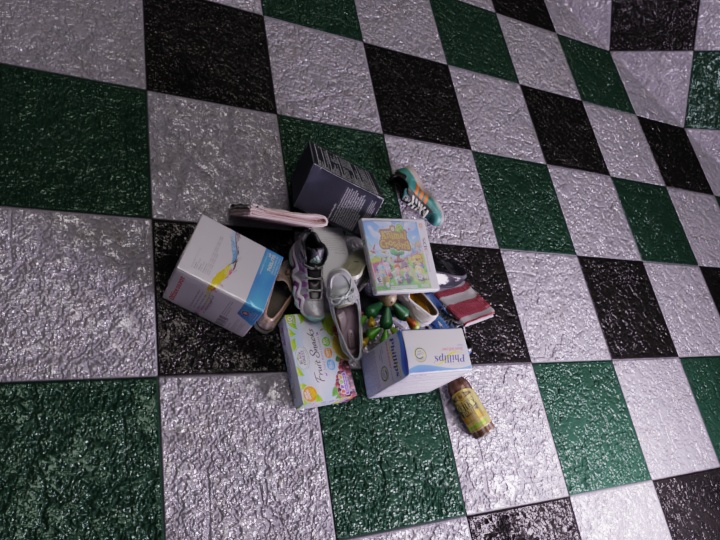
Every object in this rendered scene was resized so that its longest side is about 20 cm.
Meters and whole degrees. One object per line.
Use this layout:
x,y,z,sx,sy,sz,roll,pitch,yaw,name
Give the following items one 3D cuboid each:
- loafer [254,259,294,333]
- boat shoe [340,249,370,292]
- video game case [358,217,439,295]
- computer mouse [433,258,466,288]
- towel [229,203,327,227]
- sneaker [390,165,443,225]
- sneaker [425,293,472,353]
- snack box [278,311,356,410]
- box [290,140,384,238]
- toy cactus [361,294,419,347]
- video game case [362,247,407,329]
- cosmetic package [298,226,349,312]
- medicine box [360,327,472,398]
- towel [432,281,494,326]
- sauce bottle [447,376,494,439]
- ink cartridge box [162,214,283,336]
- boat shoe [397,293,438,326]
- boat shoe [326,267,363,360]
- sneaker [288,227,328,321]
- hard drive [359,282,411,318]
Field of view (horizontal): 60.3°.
-0.182,0.052,1.431,0.071,0.063,0.203,30,53,-12,loafer
0.000,0.000,1.497,0.070,0.069,0.200,7,26,20,boat shoe
0.095,-0.036,1.495,0.196,0.022,0.187,-2,73,-34,video game case
0.186,0.004,1.619,0.195,0.054,0.139,12,27,-23,computer mouse
-0.195,-0.128,1.444,0.186,0.199,0.033,9,91,-26,towel
0.157,-0.204,1.775,0.079,0.072,0.202,-27,76,-33,sneaker
0.230,0.137,1.619,0.078,0.089,0.202,-27,78,-38,sneaker
-0.099,0.200,1.408,0.139,0.053,0.205,-2,66,-32,snack box
-0.065,-0.204,1.552,0.195,0.125,0.201,25,20,-19,box
0.063,0.102,1.497,0.194,0.102,0.170,5,85,-21,toy cactus
0.063,0.042,1.614,0.198,0.018,0.145,36,52,-9,video game case
-0.078,-0.003,1.513,0.100,0.074,0.205,4,65,-38,cosmetic package
0.126,0.216,1.441,0.178,0.200,0.106,1,64,-30,medicine box
0.255,0.062,1.659,0.142,0.023,0.200,-11,49,-44,towel
0.261,0.320,1.557,0.064,0.065,0.203,-24,78,-37,sauce bottle
-0.295,0.014,1.329,0.197,0.147,0.149,28,54,-16,ink cartridge box
0.120,0.048,1.546,0.071,0.070,0.201,-37,88,-39,boat shoe
-0.030,0.097,1.381,0.072,0.065,0.208,-10,100,-9,boat shoe
-0.107,0.000,1.391,0.076,0.140,0.205,-6,65,-28,sneaker
0.068,0.047,1.582,0.195,0.033,0.143,12,60,-26,hard drive
